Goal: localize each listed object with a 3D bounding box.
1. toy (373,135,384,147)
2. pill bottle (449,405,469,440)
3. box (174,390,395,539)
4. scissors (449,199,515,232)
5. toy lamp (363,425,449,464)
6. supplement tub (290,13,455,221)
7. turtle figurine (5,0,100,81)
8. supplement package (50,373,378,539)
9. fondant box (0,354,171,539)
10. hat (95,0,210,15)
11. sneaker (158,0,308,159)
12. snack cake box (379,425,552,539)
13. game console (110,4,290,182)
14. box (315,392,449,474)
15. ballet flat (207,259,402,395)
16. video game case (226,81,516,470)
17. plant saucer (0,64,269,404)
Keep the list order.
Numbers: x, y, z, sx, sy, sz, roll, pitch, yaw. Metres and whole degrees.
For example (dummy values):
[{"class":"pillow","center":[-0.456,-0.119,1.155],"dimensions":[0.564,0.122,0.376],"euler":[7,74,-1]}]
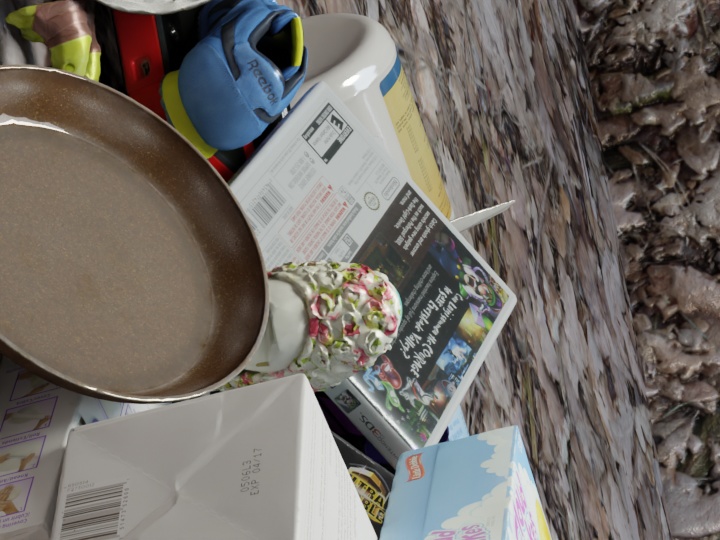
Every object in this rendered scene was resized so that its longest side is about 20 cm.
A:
[{"class":"toy","center":[-0.057,-0.026,1.493],"dimensions":[0.199,0.047,0.116],"euler":[0,69,-44]},{"class":"pill bottle","center":[0.028,0.138,1.706],"dimensions":[0.109,0.108,0.202],"euler":[-60,134,-71]},{"class":"box","center":[-0.027,0.115,1.385],"dimensions":[0.198,0.050,0.200],"euler":[33,-6,25]},{"class":"scissors","center":[0.014,-0.013,1.577],"dimensions":[0.014,0.199,0.073],"euler":[34,-24,59]},{"class":"toy lamp","center":[0.008,0.019,1.438],"dimensions":[0.058,0.058,0.201],"euler":[56,19,-55]},{"class":"supplement tub","center":[-0.018,-0.058,1.639],"dimensions":[0.145,0.143,0.201],"euler":[-79,152,-61]},{"class":"turtle figurine","center":[-0.147,-0.062,1.289],"dimensions":[0.200,0.064,0.163],"euler":[-3,79,-76]},{"class":"supplement package","center":[-0.050,0.169,1.092],"dimensions":[0.122,0.119,0.201],"euler":[-89,161,-52]},{"class":"fondant box","center":[-0.134,0.121,1.175],"dimensions":[0.201,0.058,0.145],"euler":[-84,157,-57]},{"class":"hat","center":[-0.157,-0.218,1.338],"dimensions":[0.199,0.081,0.202],"euler":[17,58,-30]},{"class":"sneaker","center":[-0.055,-0.124,1.368],"dimensions":[0.066,0.078,0.200],"euler":[58,18,-16]},{"class":"snack cake box","center":[0.056,0.166,1.140],"dimensions":[0.200,0.067,0.116],"euler":[-72,147,-72]},{"class":"game console","center":[-0.092,-0.124,1.433],"dimensions":[0.177,0.031,0.201],"euler":[41,31,-53]},{"class":"box","center":[0.007,0.150,1.524],"dimensions":[0.036,0.142,0.201],"euler":[-36,122,-37]},{"class":"ballet flat","center":[-0.072,0.035,1.253],"dimensions":[0.064,0.199,0.076],"euler":[2,80,-55]},{"class":"video game case","center":[0.000,0.000,1.373],"dimensions":[0.182,0.023,0.200],"euler":[48,31,-8]},{"class":"plant saucer","center":[-0.136,-0.013,1.170],"dimensions":[0.199,0.032,0.201],"euler":[25,40,-23]}]
